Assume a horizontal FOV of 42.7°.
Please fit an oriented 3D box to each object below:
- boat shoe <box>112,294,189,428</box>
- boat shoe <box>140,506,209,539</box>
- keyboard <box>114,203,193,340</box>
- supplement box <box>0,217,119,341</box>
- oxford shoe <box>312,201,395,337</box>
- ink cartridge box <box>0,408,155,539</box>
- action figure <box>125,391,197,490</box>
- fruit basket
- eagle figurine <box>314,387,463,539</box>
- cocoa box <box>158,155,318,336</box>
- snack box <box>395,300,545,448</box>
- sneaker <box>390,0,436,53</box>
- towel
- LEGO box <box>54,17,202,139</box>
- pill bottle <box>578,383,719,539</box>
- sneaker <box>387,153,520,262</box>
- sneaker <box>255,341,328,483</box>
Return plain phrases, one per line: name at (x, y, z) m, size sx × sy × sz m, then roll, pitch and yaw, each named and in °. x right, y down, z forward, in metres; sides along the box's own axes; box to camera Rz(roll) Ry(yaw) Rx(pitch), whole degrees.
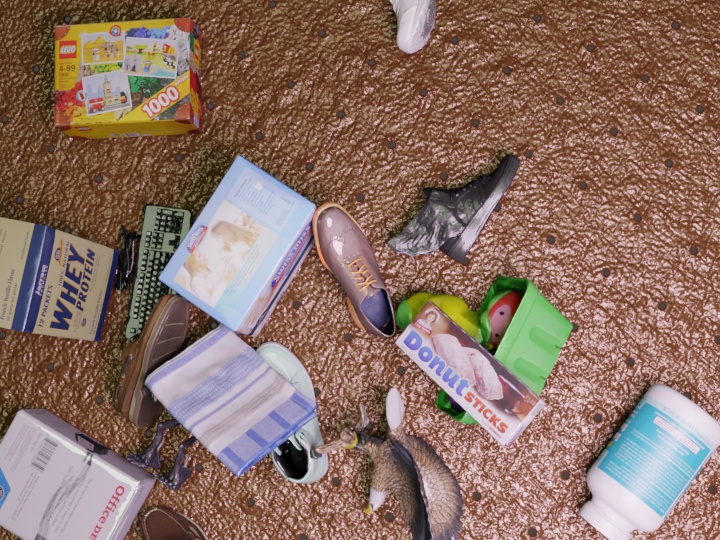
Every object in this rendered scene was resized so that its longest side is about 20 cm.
boat shoe at (-0.296, 0.116, 1.261) m, size 0.068 × 0.072 × 0.202 m, roll 28°, pitch 106°, yaw 24°
boat shoe at (-0.228, 0.379, 1.215) m, size 0.075 × 0.075 × 0.202 m, roll -43°, pitch 58°, yaw -17°
keyboard at (-0.304, 0.005, 1.314) m, size 0.103 × 0.040 × 0.203 m, roll 7°, pitch 83°, yaw 5°
supplement box at (-0.467, 0.006, 1.236) m, size 0.197 × 0.200 × 0.136 m, roll 10°, pitch 84°, yaw 13°
oxford shoe at (0.000, 0.000, 1.227) m, size 0.071 × 0.073 × 0.201 m, roll -33°, pitch 114°, yaw -12°
ink cartridge box at (-0.406, 0.302, 1.265) m, size 0.198 × 0.084 × 0.146 m, roll 29°, pitch 86°, yaw 8°
action figure at (-0.228, 0.196, 1.255) m, size 0.118 × 0.102 × 0.201 m, roll 32°, pitch 89°, yaw 19°
fruit basket at (0.146, 0.093, 1.219) m, size 0.212 × 0.155 × 0.219 m, roll 0°, pitch 92°, yaw -11°
eagle figurine at (0.055, 0.273, 1.205) m, size 0.199 × 0.152 × 0.151 m, roll 34°, pitch 51°, yaw 21°
cocoa box at (-0.156, -0.029, 1.257) m, size 0.133 × 0.131 × 0.201 m, roll 32°, pitch 87°, yaw 8°
snack box at (0.133, 0.126, 1.142) m, size 0.200 × 0.024 × 0.072 m, roll 42°, pitch 97°, yaw 32°
sneaker at (0.061, -0.405, 1.319) m, size 0.098 × 0.078 × 0.203 m, roll 5°, pitch 75°, yaw 12°
towel at (-0.169, 0.162, 1.199) m, size 0.146 × 0.024 × 0.199 m, roll -35°, pitch 57°, yaw -30°
LEGO box at (-0.332, -0.275, 1.329) m, size 0.197 × 0.077 × 0.151 m, roll -3°, pitch 83°, yaw 5°
pill bottle at (0.368, 0.255, 1.189) m, size 0.110 × 0.111 × 0.201 m, roll 37°, pitch 87°, yaw 8°
sneaker at (0.130, -0.093, 1.276) m, size 0.104 × 0.060 × 0.201 m, roll 31°, pitch 90°, yaw 3°
sneaker at (-0.098, 0.188, 1.234) m, size 0.073 × 0.118 × 0.203 m, roll -23°, pitch 81°, yaw 4°
